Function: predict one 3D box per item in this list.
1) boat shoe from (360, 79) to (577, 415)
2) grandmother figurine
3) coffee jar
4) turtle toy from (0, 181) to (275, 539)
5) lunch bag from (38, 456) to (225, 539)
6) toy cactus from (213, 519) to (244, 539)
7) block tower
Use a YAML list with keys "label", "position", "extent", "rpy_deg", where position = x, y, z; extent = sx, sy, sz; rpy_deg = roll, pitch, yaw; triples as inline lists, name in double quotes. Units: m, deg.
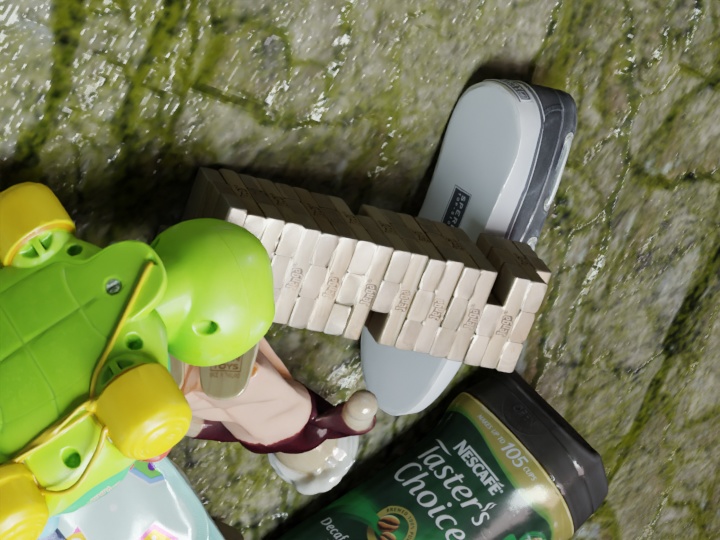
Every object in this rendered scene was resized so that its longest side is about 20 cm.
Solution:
- label: "boat shoe"
  position: [0.062, -0.011, 1.275]
  extent: [0.067, 0.072, 0.201]
  rpy_deg: [0, 117, -43]
- label: "grandmother figurine"
  position: [-0.046, 0.071, 1.230]
  extent: [0.200, 0.120, 0.061]
  rpy_deg: [47, 52, -65]
- label: "coffee jar"
  position: [0.046, 0.151, 1.380]
  extent: [0.200, 0.104, 0.086]
  rpy_deg: [-38, 147, -13]
- label: "turtle toy"
  position: [-0.128, 0.041, 1.061]
  extent: [0.199, 0.146, 0.101]
  rpy_deg: [-33, 156, -4]
- label: "lunch bag"
  position: [-0.153, 0.156, 1.171]
  extent: [0.170, 0.122, 0.201]
  rpy_deg: [-38, 138, -10]
- label: "toy cactus"
  position: [-0.103, 0.224, 1.325]
  extent: [0.199, 0.102, 0.166]
  rpy_deg: [7, 110, -37]
- label: "block tower"
  position: [0.000, 0.000, 1.172]
  extent: [0.199, 0.054, 0.058]
  rpy_deg: [11, 112, -26]
